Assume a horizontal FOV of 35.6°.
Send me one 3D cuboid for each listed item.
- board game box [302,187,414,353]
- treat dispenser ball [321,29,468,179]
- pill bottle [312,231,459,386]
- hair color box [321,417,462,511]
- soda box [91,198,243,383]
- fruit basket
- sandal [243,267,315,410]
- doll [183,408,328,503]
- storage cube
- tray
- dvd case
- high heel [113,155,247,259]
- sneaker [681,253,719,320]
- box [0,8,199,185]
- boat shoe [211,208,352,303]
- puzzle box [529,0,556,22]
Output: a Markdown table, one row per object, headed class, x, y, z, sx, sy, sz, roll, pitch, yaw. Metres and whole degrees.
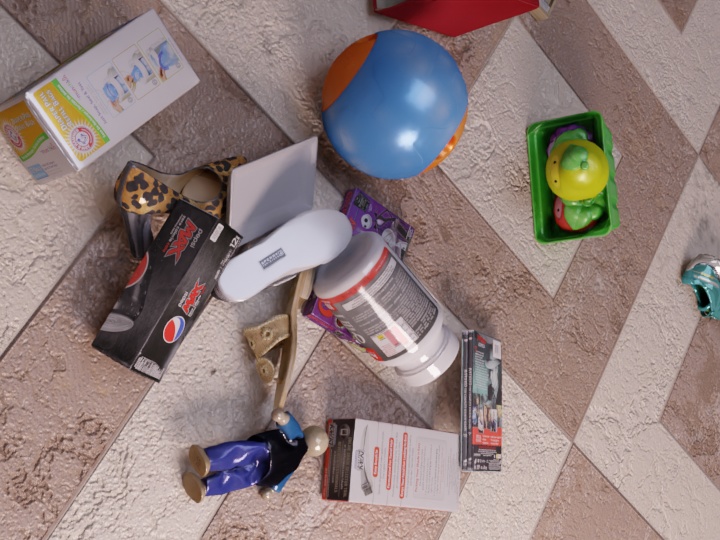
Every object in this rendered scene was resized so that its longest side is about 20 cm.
| class | x | y | z | sx | sy | sz | roll | pitch | yaw |
| --- | --- | --- | --- | --- | --- | --- | --- | --- | --- |
| board game box | 0.000 | 0.000 | 1.561 | 0.120 | 0.032 | 0.200 | 31 | 65 | -27 |
| treat dispenser ball | 0.046 | -0.224 | 1.518 | 0.201 | 0.201 | 0.201 | 7 | 79 | -38 |
| pill bottle | 0.038 | 0.055 | 1.492 | 0.200 | 0.116 | 0.116 | 49 | 57 | -23 |
| hair color box | 0.046 | 0.268 | 1.534 | 0.200 | 0.064 | 0.111 | 15 | 73 | -39 |
| soda box | -0.223 | 0.023 | 1.297 | 0.200 | 0.071 | 0.063 | -60 | 151 | -7 |
| fruit basket | 0.332 | -0.148 | 1.769 | 0.215 | 0.155 | 0.216 | 15 | 72 | -53 |
| sandal | -0.115 | 0.077 | 1.441 | 0.069 | 0.078 | 0.212 | 17 | 64 | -10 |
| doll | -0.119 | 0.229 | 1.397 | 0.200 | 0.048 | 0.137 | -7 | 120 | -40 |
| storage cube | 0.139 | -0.459 | 1.638 | 0.180 | 0.200 | 0.171 | 5 | 80 | -45 |
| tray | -0.117 | -0.104 | 1.436 | 0.200 | 0.022 | 0.108 | -32 | 134 | -56 |
| dvd case | 0.178 | 0.194 | 1.641 | 0.146 | 0.022 | 0.200 | 21 | 69 | -65 |
| high heel | -0.206 | -0.114 | 1.337 | 0.200 | 0.071 | 0.143 | -43 | 153 | -30 |
| sneaker | 0.660 | 0.060 | 2.077 | 0.080 | 0.077 | 0.200 | -45 | 108 | -13 |
| box | -0.304 | -0.198 | 1.285 | 0.200 | 0.112 | 0.101 | -45 | 113 | -34 |
| boat shoe | -0.103 | -0.016 | 1.434 | 0.200 | 0.068 | 0.072 | -33 | 96 | -23 |
| puzzle box | 0.267 | -0.529 | 1.860 | 0.200 | 0.025 | 0.133 | 41 | 59 | -27 |
